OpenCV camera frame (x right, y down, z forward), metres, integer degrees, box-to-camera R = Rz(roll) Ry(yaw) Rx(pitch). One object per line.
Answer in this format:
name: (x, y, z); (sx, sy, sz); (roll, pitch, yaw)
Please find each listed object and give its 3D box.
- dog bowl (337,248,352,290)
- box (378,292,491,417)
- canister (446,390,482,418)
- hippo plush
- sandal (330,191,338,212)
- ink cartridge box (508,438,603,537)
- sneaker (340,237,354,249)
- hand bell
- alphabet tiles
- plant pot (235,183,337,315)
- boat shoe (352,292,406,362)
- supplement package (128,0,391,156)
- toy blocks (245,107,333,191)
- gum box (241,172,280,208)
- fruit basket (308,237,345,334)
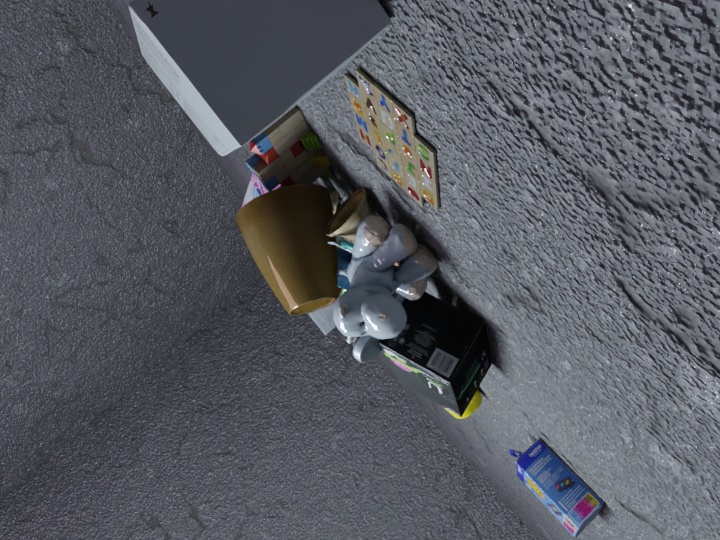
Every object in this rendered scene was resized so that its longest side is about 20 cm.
dog bowl: (0.000, 0.000, 1.253); (0.111, 0.050, 0.199); (35, -164, 31)
box: (0.140, 0.150, 1.093); (0.147, 0.125, 0.201); (27, 162, 26)
canister: (0.188, 0.234, 1.438); (0.201, 0.086, 0.148); (56, 170, -25)
hippo plush: (0.013, 0.021, 0.970); (0.197, 0.162, 0.161); (9, 138, 19)
sandal: (-0.070, -0.140, 1.296); (0.211, 0.069, 0.079); (28, -144, -54)
ink cartridge box: (0.394, 0.438, 1.259); (0.200, 0.076, 0.137); (47, 171, 32)
sneaker: (0.017, 0.010, 1.394); (0.201, 0.079, 0.077); (53, 171, -12)
hand bell: (0.044, -0.043, 1.095); (0.199, 0.105, 0.104); (40, 175, -19)
alphabet tiles: (0.041, -0.162, 0.779); (0.167, 0.006, 0.200); (47, 171, 24)
plant pot: (-0.118, -0.027, 1.130); (0.187, 0.183, 0.203); (85, 167, -76)
boat shoe: (0.031, 0.078, 1.076); (0.067, 0.200, 0.074); (22, 142, 23)
supplement package: (-0.107, -0.235, 0.619); (0.148, 0.191, 0.200); (51, 172, -17)
toy blocks: (-0.147, -0.208, 1.128); (0.100, 0.136, 0.201); (43, 168, 38)
gum box: (-0.215, -0.185, 1.474); (0.114, 0.065, 0.201); (56, 140, 26)
fruit basket: (-0.067, 0.022, 1.480); (0.186, 0.200, 0.094); (53, 170, -24)
